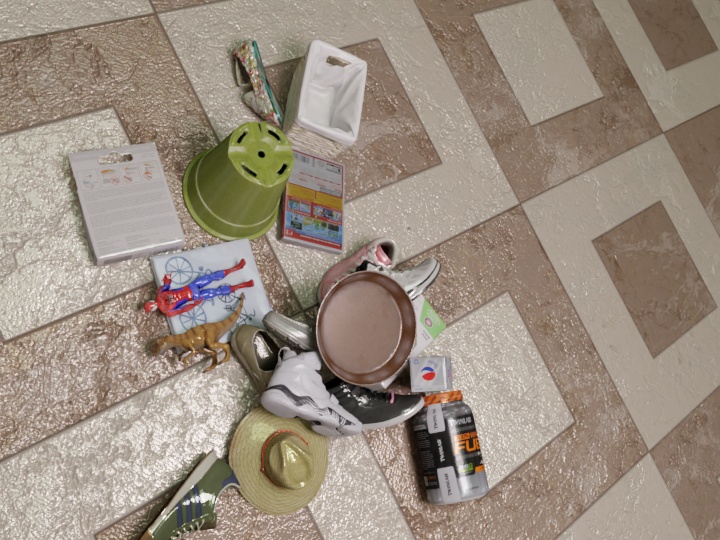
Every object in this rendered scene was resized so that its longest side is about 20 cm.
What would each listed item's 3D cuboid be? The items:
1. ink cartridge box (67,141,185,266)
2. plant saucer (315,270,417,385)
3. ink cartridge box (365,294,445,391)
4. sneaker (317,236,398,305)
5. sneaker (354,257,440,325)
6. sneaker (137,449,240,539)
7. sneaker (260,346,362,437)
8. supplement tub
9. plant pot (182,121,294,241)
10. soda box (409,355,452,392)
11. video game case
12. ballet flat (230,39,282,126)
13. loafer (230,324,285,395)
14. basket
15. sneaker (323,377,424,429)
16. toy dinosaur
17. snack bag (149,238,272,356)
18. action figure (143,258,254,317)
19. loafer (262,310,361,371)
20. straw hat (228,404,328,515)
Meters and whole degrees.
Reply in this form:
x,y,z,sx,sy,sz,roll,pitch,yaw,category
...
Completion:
x,y,z,sx,sy,sz,roll,pitch,yaw,category
-0.419,-0.120,1.229,0.159,0.050,0.202,-14,76,-30,ink cartridge box
0.008,0.102,1.226,0.198,0.034,0.203,0,90,-24,plant saucer
0.051,0.124,1.368,0.200,0.084,0.146,-41,93,-31,ink cartridge box
0.000,0.000,1.373,0.200,0.104,0.076,-43,98,-31,sneaker
0.064,0.008,1.316,0.200,0.075,0.116,-40,98,-28,sneaker
-0.273,0.396,1.116,0.090,0.067,0.201,41,56,-4,sneaker
-0.073,0.212,1.200,0.199,0.075,0.116,28,55,-25,sneaker
0.171,0.341,1.338,0.121,0.122,0.203,-4,76,-29,supplement tub
-0.210,-0.179,1.271,0.198,0.190,0.203,9,68,-25,plant pot
0.138,0.199,1.322,0.067,0.200,0.064,-5,81,10,soda box
-0.095,-0.143,1.409,0.142,0.017,0.203,13,67,-33,video game case
-0.217,-0.379,1.416,0.063,0.076,0.202,-19,77,0,ballet flat
-0.157,0.181,1.241,0.201,0.068,0.076,52,58,-14,loafer
-0.079,-0.348,1.436,0.134,0.123,0.203,17,67,-22,basket
0.014,0.232,1.262,0.197,0.071,0.100,-12,102,7,sneaker
-0.261,0.114,1.200,0.198,0.060,0.107,-23,84,-31,toy dinosaur
-0.267,0.041,1.267,0.198,0.021,0.191,-16,82,-30,snack bag
-0.278,0.027,1.200,0.198,0.099,0.066,-22,84,-28,action figure
-0.083,0.117,1.241,0.199,0.070,0.070,29,73,-20,loafer
-0.122,0.328,1.184,0.199,0.085,0.204,2,86,-24,straw hat
